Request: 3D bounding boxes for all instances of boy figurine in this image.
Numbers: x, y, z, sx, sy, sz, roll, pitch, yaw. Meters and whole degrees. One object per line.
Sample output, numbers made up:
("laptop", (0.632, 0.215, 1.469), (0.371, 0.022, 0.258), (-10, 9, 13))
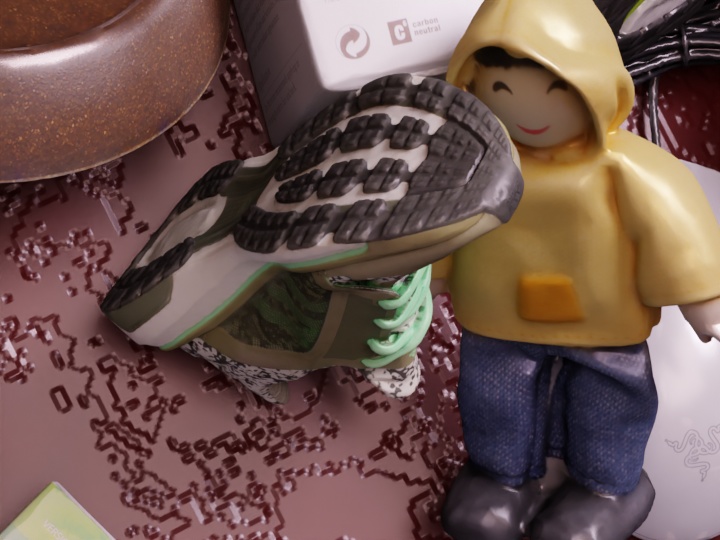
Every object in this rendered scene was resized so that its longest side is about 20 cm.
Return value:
("boy figurine", (0.066, -0.003, 0.755), (0.124, 0.201, 0.064), (13, 34, 23))

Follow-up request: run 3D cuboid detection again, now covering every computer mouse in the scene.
("computer mouse", (0.115, -0.003, 0.837), (0.109, 0.044, 0.201), (-2, 81, -13))

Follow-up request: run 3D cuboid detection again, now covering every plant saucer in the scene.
("plant saucer", (-0.135, -0.114, 0.760), (0.199, 0.035, 0.201), (12, 47, -13))

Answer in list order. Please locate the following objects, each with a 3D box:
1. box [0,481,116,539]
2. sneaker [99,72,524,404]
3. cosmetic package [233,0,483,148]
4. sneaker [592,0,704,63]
("box", (-0.119, 0.190, 0.761), (0.144, 0.036, 0.200), (44, 74, -1))
("sneaker", (0.000, 0.000, 0.749), (0.089, 0.200, 0.077), (42, 61, -19))
("cosmetic package", (-0.015, -0.152, 0.807), (0.074, 0.102, 0.201), (-12, 85, -14))
("sneaker", (0.115, -0.141, 0.823), (0.081, 0.074, 0.200), (47, 45, 17))
